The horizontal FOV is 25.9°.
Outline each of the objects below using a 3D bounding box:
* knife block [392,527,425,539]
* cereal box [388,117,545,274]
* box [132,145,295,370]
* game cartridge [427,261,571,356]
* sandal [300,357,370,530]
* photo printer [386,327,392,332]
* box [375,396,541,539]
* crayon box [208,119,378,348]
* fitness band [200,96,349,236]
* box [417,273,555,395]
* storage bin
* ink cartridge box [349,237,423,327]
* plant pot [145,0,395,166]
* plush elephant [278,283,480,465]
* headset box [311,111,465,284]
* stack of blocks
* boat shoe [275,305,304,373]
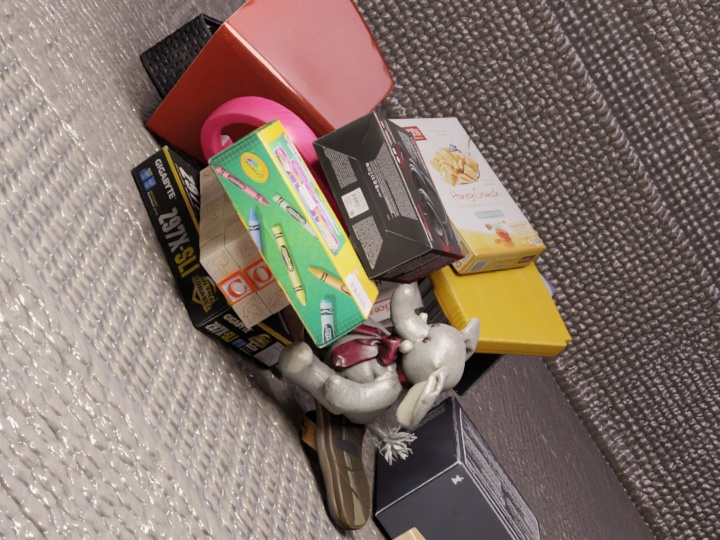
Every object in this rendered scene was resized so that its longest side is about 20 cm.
[{"bbox_3d":[0.088,0.380,1.565,0.201,0.064,0.176,53,11,-33],"label":"knife block"},{"bbox_3d":[0.111,-0.089,1.788,0.143,0.040,0.201,-8,58,-50],"label":"cereal box"},{"bbox_3d":[-0.147,-0.011,1.602,0.160,0.049,0.201,38,24,-59],"label":"box"},{"bbox_3d":[0.141,0.009,1.779,0.175,0.032,0.202,6,50,-43],"label":"game cartridge"},{"bbox_3d":[-0.030,0.179,1.622,0.081,0.054,0.202,33,41,-47],"label":"sandal"},{"bbox_3d":[0.001,0.036,1.962,0.165,0.070,0.201,21,29,-44],"label":"photo printer"},{"bbox_3d":[0.114,0.284,1.796,0.201,0.123,0.199,55,9,-12],"label":"box"},{"bbox_3d":[-0.059,-0.038,1.472,0.201,0.058,0.119,59,11,-6],"label":"crayon box"},{"bbox_3d":[-0.084,-0.099,1.649,0.201,0.143,0.038,54,50,-29],"label":"fitness band"},{"bbox_3d":[0.116,0.016,1.914,0.200,0.123,0.198,45,22,3],"label":"box"},{"bbox_3d":[-0.167,-0.199,1.911,0.202,0.093,0.135,60,10,3],"label":"storage bin"},{"bbox_3d":[0.000,0.000,1.777,0.068,0.114,0.202,-134,-154,-82],"label":"ink cartridge box"},{"bbox_3d":[-0.084,-0.198,1.723,0.176,0.200,0.200,44,47,-5],"label":"plant pot"},{"bbox_3d":[0.035,0.087,1.591,0.201,0.154,0.165,52,25,-10],"label":"plush elephant"},{"bbox_3d":[0.034,-0.069,1.608,0.150,0.077,0.200,67,13,8],"label":"headset box"},{"bbox_3d":[-0.104,-0.027,1.551,0.116,0.058,0.201,55,12,-26],"label":"stack of blocks"},{"bbox_3d":[-0.088,0.027,1.715,0.072,0.068,0.201,50,14,-41],"label":"boat shoe"}]
